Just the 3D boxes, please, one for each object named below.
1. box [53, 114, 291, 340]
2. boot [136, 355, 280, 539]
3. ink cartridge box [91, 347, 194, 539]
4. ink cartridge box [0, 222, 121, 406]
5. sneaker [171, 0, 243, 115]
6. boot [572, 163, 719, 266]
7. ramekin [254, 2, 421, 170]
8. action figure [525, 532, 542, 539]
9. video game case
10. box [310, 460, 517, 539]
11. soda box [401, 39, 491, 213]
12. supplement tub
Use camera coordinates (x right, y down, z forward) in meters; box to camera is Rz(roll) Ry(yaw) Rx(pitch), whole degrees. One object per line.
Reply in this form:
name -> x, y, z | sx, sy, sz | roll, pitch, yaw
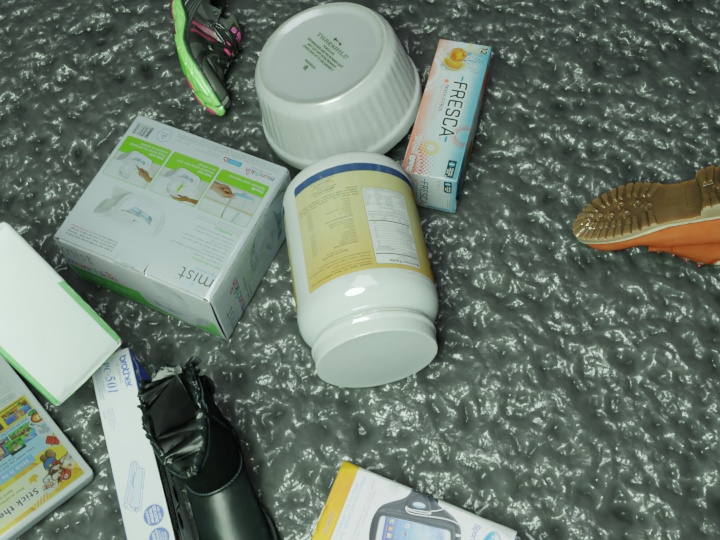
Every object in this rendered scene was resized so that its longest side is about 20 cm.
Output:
box -> -0.196, -0.050, 0.926 | 0.196, 0.097, 0.179 | 20, 65, 14
boot -> -0.132, 0.186, 0.750 | 0.072, 0.163, 0.201 | -20, 61, -5
ink cartridge box -> -0.203, 0.184, 0.797 | 0.043, 0.095, 0.203 | -19, 61, -7
ink cartridge box -> -0.319, 0.040, 0.804 | 0.083, 0.199, 0.147 | -47, 107, -18
sneaker -> -0.188, -0.285, 1.069 | 0.082, 0.077, 0.203 | -15, 62, 0
boot -> 0.328, -0.039, 0.893 | 0.197, 0.108, 0.076 | -9, 45, 32
ramekin -> -0.033, -0.221, 0.991 | 0.198, 0.095, 0.206 | -9, 57, 13
action figure -> 0.167, 0.318, 0.694 | 0.127, 0.069, 0.204 | -8, 73, -20
video game case -> -0.389, 0.191, 0.807 | 0.182, 0.023, 0.199 | 45, 56, 15
box -> 0.051, 0.267, 0.764 | 0.196, 0.042, 0.121 | 20, 64, 12
soda box -> 0.102, -0.172, 0.989 | 0.067, 0.064, 0.203 | 12, 63, 11
supplement tub -> 0.000, 0.000, 0.855 | 0.141, 0.145, 0.204 | -10, 61, -1
